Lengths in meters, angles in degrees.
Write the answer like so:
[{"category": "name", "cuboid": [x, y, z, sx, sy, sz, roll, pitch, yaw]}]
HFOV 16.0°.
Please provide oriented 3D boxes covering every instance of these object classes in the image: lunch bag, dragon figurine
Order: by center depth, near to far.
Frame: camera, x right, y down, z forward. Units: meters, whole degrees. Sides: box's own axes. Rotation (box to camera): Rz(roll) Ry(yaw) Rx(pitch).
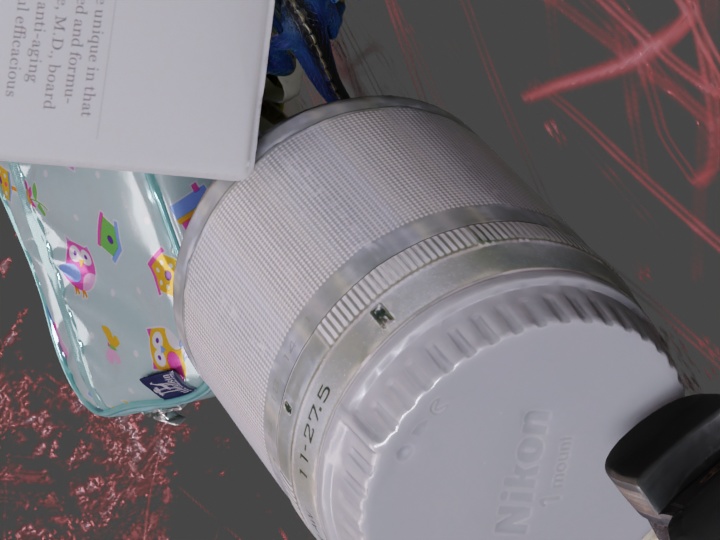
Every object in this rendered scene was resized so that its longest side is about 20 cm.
[{"category": "dragon figurine", "cuboid": [-0.037, -0.133, 1.177, 0.200, 0.059, 0.099, 59, 174, 3]}, {"category": "lunch bag", "cuboid": [-0.111, -0.023, 1.261, 0.160, 0.077, 0.200, -14, 94, 52]}]

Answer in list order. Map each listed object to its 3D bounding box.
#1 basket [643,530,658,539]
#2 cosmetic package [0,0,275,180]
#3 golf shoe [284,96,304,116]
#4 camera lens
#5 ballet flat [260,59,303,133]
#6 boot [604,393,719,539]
[{"category": "basket", "cuboid": [0.061, 0.170, 1.191, 0.123, 0.200, 0.136, 27, 154, 37]}, {"category": "cosmetic package", "cuboid": [-0.158, -0.131, 1.049, 0.165, 0.200, 0.165, 16, 101, 56]}, {"category": "golf shoe", "cuboid": [-0.039, -0.058, 1.549, 0.092, 0.075, 0.200, 16, 142, 57]}, {"category": "camera lens", "cuboid": [0.024, 0.032, 1.057, 0.200, 0.160, 0.160, 49, 169, 50]}, {"category": "ballet flat", "cuboid": [-0.059, -0.092, 1.300, 0.067, 0.067, 0.200, 38, 137, 28]}, {"category": "boot", "cuboid": [0.173, 0.133, 0.911, 0.174, 0.069, 0.200, 54, 178, -13]}]
